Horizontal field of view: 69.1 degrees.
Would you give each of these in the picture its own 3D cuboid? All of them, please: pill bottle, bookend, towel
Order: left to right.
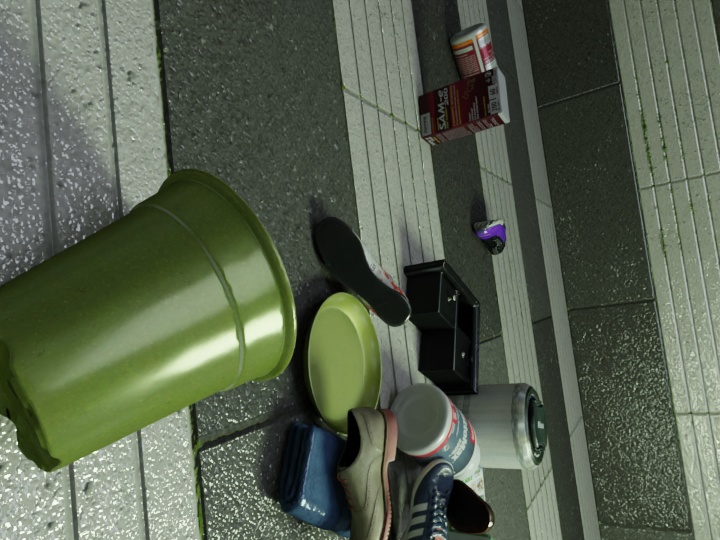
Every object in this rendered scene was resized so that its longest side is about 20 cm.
[{"bbox_3d":[-0.035,0.288,0.703,0.200,0.047,0.114,48,43,-44],"label":"towel"},{"bbox_3d":[0.141,0.297,0.933,0.200,0.117,0.122,49,43,-42],"label":"pill bottle"},{"bbox_3d":[0.161,0.118,1.043,0.200,0.090,0.204,42,48,-46],"label":"bookend"},{"bbox_3d":[0.342,-0.601,1.534,0.204,0.110,0.114,65,34,-26],"label":"pill bottle"}]

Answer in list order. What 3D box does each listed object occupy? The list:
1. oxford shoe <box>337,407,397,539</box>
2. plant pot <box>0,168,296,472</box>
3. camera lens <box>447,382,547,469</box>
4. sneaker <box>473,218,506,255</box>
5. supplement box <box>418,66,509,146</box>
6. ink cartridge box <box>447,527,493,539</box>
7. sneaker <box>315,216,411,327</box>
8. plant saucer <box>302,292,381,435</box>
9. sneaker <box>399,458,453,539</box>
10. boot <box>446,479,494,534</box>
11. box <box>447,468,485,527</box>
[{"bbox_3d":[-0.003,0.279,0.670,0.073,0.070,0.206,17,67,-28],"label":"oxford shoe"},{"bbox_3d":[-0.184,0.046,0.412,0.188,0.196,0.205,-32,109,-43],"label":"plant pot"},{"bbox_3d":[0.271,0.317,1.071,0.159,0.195,0.165,23,63,-54],"label":"camera lens"},{"bbox_3d":[0.384,-0.094,1.506,0.198,0.068,0.103,-14,96,-59],"label":"sneaker"},{"bbox_3d":[0.235,-0.372,1.199,0.060,0.195,0.113,12,71,-55],"label":"supplement box"},{"bbox_3d":[0.188,0.537,0.921,0.202,0.143,0.084,56,41,-34],"label":"ink cartridge box"},{"bbox_3d":[0.000,0.001,0.836,0.202,0.067,0.108,48,1,-7],"label":"sneaker"},{"bbox_3d":[-0.028,0.137,0.774,0.198,0.030,0.206,25,61,-54],"label":"plant saucer"},{"bbox_3d":[0.114,0.406,0.819,0.073,0.084,0.205,22,83,-23],"label":"sneaker"},{"bbox_3d":[0.186,0.398,0.886,0.095,0.199,0.077,18,76,-20],"label":"boot"},{"bbox_3d":[0.210,0.469,1.086,0.198,0.034,0.114,17,68,-57],"label":"box"}]
